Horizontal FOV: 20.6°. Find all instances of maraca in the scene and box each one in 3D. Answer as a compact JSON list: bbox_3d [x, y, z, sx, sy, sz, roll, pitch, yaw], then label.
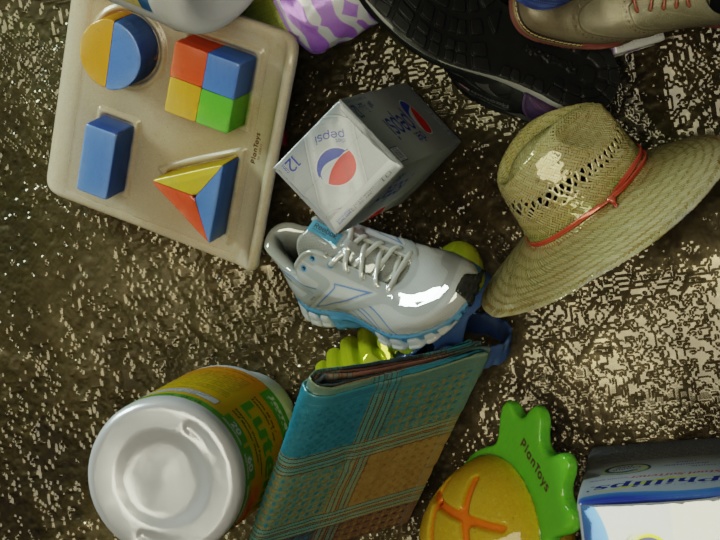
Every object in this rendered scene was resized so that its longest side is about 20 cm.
[{"bbox_3d":[0.103,0.184,1.407,0.137,0.107,0.200,59,140,38],"label":"maraca"}]

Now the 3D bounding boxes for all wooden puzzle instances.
[{"bbox_3d":[-0.148,-0.110,1.446,0.200,0.046,0.186,23,117,22],"label":"wooden puzzle"}]

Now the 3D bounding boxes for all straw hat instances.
[{"bbox_3d":[0.142,-0.063,1.331,0.201,0.201,0.085,-33,104,16],"label":"straw hat"}]

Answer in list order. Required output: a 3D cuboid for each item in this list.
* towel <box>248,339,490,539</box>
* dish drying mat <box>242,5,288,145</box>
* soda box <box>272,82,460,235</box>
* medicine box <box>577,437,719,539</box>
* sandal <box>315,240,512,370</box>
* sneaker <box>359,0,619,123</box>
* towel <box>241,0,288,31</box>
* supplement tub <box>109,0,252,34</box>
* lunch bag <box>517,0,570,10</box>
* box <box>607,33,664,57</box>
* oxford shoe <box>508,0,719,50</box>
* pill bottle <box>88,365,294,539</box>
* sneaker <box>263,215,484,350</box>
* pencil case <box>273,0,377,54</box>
[{"bbox_3d":[0.000,0.129,1.395,0.022,0.146,0.200,58,144,33],"label":"towel"},{"bbox_3d":[-0.108,-0.186,1.479,0.077,0.018,0.201,-10,94,16],"label":"dish drying mat"},{"bbox_3d":[0.008,-0.080,1.367,0.063,0.200,0.068,46,105,4],"label":"soda box"},{"bbox_3d":[0.211,0.222,1.349,0.103,0.200,0.183,-7,95,10],"label":"medicine box"},{"bbox_3d":[0.035,0.071,1.447,0.087,0.080,0.200,40,115,-22],"label":"sandal"},{"bbox_3d":[0.074,-0.150,1.377,0.200,0.088,0.076,28,66,-13],"label":"sneaker"},{"bbox_3d":[-0.120,-0.248,1.457,0.086,0.018,0.201,-21,90,19],"label":"towel"},{"bbox_3d":[-0.166,-0.262,1.375,0.200,0.145,0.145,25,102,24],"label":"supplement tub"},{"bbox_3d":[0.095,-0.278,1.302,0.200,0.083,0.161,30,64,4],"label":"lunch bag"},{"bbox_3d":[0.163,-0.250,1.386,0.041,0.039,0.201,-18,93,-8],"label":"box"},{"bbox_3d":[0.200,-0.192,1.333,0.199,0.075,0.071,-10,91,-11],"label":"oxford shoe"},{"bbox_3d":[-0.110,0.129,1.423,0.111,0.200,0.111,2,97,14],"label":"pill bottle"},{"bbox_3d":[0.000,0.000,1.387,0.200,0.075,0.087,3,143,50],"label":"sneaker"},{"bbox_3d":[0.030,-0.228,1.405,0.200,0.085,0.084,-24,77,16],"label":"pencil case"}]
